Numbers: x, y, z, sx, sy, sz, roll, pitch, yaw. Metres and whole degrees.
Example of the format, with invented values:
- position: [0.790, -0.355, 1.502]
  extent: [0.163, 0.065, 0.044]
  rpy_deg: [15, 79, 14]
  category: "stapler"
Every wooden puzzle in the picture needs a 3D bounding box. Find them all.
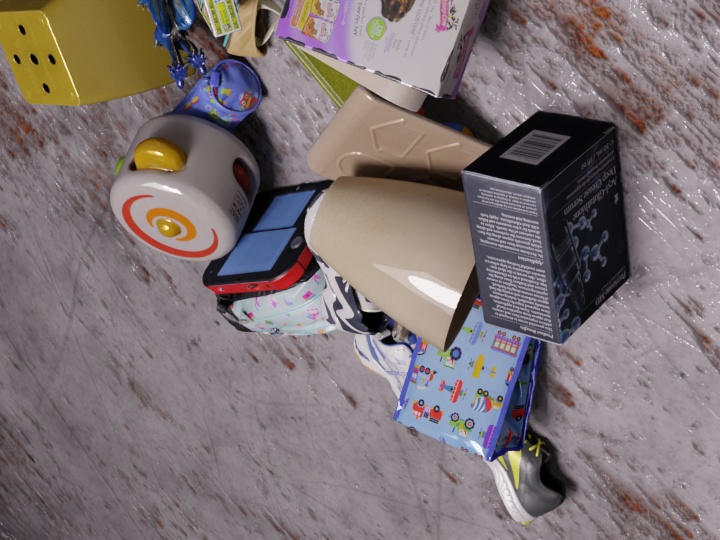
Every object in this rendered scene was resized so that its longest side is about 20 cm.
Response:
- position: [0.056, -0.139, 1.598]
  extent: [0.199, 0.046, 0.185]
  rpy_deg: [25, 149, -12]
  category: "wooden puzzle"

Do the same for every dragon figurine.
- position: [-0.249, -0.338, 1.747]
  extent: [0.099, 0.059, 0.201]
  rpy_deg: [-157, 51, -68]
  category: "dragon figurine"

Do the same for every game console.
- position: [-0.117, -0.046, 1.795]
  extent: [0.200, 0.177, 0.031]
  rpy_deg: [-4, 141, 48]
  category: "game console"

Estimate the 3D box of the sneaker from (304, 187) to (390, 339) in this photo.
- position: [0.000, 0.000, 1.680]
  extent: [0.129, 0.079, 0.200]
  rpy_deg: [27, 127, 47]
  category: "sneaker"

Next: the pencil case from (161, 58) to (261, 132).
- position: [-0.213, -0.215, 1.828]
  extent: [0.200, 0.087, 0.078]
  rpy_deg: [-29, 55, 52]
  category: "pencil case"

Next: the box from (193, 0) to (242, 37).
- position: [-0.189, -0.360, 1.628]
  extent: [0.200, 0.035, 0.110]
  rpy_deg: [-122, 14, -64]
  category: "box"

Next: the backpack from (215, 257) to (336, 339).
- position: [-0.085, 0.014, 1.843]
  extent: [0.199, 0.167, 0.127]
  rpy_deg: [-7, 137, 46]
  category: "backpack"

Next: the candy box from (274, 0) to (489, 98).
- position: [0.032, -0.293, 1.421]
  extent: [0.199, 0.071, 0.168]
  rpy_deg: [24, 102, 17]
  category: "candy box"

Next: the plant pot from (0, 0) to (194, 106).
- position: [-0.379, -0.324, 1.835]
  extent: [0.199, 0.176, 0.201]
  rpy_deg: [8, 126, 42]
  category: "plant pot"

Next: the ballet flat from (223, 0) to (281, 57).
- position: [-0.123, -0.343, 1.657]
  extent: [0.063, 0.069, 0.200]
  rpy_deg: [18, 142, -3]
  category: "ballet flat"

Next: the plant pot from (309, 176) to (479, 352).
- position: [0.047, -0.029, 1.581]
  extent: [0.199, 0.188, 0.188]
  rpy_deg: [23, 138, 10]
  category: "plant pot"

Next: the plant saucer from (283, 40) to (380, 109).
- position: [-0.008, -0.269, 1.594]
  extent: [0.200, 0.048, 0.200]
  rpy_deg: [50, 143, 1]
  category: "plant saucer"

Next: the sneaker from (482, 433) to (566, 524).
- position: [0.208, 0.236, 1.787]
  extent: [0.084, 0.074, 0.201]
  rpy_deg: [-26, 96, 28]
  category: "sneaker"

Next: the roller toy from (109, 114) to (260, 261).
- position: [-0.235, -0.105, 1.799]
  extent: [0.182, 0.140, 0.200]
  rpy_deg: [29, 148, -16]
  category: "roller toy"

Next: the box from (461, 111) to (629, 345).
- position: [0.205, -0.047, 1.470]
  extent: [0.107, 0.148, 0.201]
  rpy_deg: [16, 132, 38]
  category: "box"

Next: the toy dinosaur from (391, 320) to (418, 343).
- position: [0.063, -0.004, 1.739]
  extent: [0.102, 0.077, 0.201]
  rpy_deg: [23, 131, 16]
  category: "toy dinosaur"

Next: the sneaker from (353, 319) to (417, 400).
- position: [0.072, 0.129, 1.822]
  extent: [0.200, 0.075, 0.088]
  rpy_deg: [37, 141, 17]
  category: "sneaker"

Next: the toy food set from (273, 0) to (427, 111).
- position: [0.011, -0.288, 1.500]
  extent: [0.200, 0.060, 0.144]
  rpy_deg: [32, 105, 15]
  category: "toy food set"

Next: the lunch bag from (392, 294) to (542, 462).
- position: [0.143, 0.117, 1.699]
  extent: [0.150, 0.094, 0.201]
  rpy_deg: [20, 105, 31]
  category: "lunch bag"
